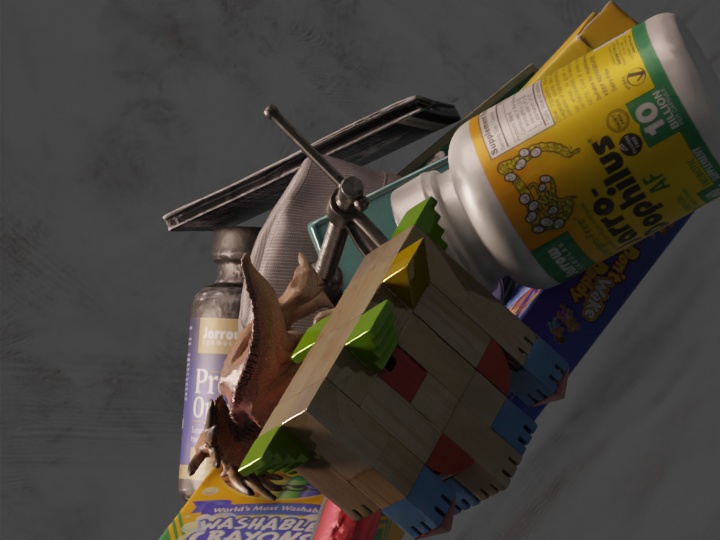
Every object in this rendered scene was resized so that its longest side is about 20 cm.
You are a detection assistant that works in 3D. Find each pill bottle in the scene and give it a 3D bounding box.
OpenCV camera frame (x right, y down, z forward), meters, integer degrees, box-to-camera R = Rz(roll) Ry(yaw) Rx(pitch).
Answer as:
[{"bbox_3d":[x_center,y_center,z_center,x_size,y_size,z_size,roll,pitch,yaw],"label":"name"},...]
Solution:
[{"bbox_3d":[0.123,-0.058,1.622,0.200,0.113,0.113,-29,8,13],"label":"pill bottle"},{"bbox_3d":[-0.071,0.071,1.994,0.112,0.112,0.200,152,122,-83],"label":"pill bottle"}]

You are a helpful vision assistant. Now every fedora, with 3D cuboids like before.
[{"bbox_3d":[-0.025,-0.008,1.865,0.177,0.090,0.200,-134,68,-83],"label":"fedora"}]

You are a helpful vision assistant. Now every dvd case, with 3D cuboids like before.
[{"bbox_3d":[-0.032,-0.075,1.961,0.200,0.016,0.149,-24,-5,12],"label":"dvd case"}]

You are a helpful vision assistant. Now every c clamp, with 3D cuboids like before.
[{"bbox_3d":[0.000,0.000,1.687,0.027,0.171,0.200,-37,-17,-19],"label":"c clamp"}]

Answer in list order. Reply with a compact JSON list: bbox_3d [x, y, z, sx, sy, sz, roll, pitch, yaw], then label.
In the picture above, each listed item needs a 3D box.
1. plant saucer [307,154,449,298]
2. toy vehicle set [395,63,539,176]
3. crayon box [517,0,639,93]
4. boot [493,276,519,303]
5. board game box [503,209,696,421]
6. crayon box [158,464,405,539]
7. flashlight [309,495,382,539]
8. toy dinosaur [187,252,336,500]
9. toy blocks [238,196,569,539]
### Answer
[{"bbox_3d":[0.061,-0.043,1.764,0.200,0.070,0.019,-25,-20,12],"label":"plant saucer"},{"bbox_3d":[0.104,-0.055,2.021,0.200,0.124,0.027,-41,2,-39],"label":"toy vehicle set"},{"bbox_3d":[0.156,-0.080,1.834,0.200,0.127,0.051,-46,4,32],"label":"crayon box"},{"bbox_3d":[0.057,0.058,1.854,0.090,0.073,0.200,-26,-25,-52],"label":"boot"},{"bbox_3d":[0.115,0.035,1.716,0.200,0.045,0.134,-50,3,-27],"label":"board game box"},{"bbox_3d":[-0.048,0.166,1.708,0.126,0.052,0.200,-1,23,20],"label":"crayon box"},{"bbox_3d":[-0.001,0.137,1.575,0.068,0.068,0.200,-5,44,26],"label":"flashlight"},{"bbox_3d":[-0.058,0.071,1.675,0.136,0.086,0.200,-39,-24,-8],"label":"toy dinosaur"},{"bbox_3d":[0.036,0.076,1.545,0.100,0.137,0.200,-32,20,48],"label":"toy blocks"}]
